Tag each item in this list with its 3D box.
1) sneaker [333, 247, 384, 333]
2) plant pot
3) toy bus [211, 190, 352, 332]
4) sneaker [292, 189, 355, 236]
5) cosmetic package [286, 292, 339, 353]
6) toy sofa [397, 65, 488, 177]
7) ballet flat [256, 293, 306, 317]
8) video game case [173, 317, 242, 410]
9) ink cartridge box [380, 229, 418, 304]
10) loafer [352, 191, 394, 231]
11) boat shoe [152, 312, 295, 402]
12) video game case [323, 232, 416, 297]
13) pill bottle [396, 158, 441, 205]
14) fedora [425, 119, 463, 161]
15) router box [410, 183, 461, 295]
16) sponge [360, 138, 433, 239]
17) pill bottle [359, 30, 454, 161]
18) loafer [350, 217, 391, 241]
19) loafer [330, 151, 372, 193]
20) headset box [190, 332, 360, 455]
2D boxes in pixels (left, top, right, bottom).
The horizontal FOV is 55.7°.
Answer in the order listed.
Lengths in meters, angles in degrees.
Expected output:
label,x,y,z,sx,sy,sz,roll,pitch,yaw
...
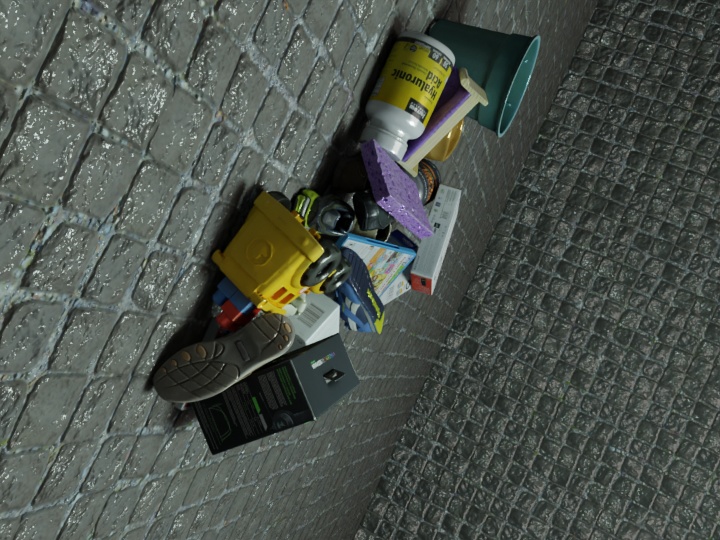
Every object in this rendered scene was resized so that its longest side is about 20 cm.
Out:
label,x,y,z,sx,sy,sz,roll,pitch,yaw
sneaker,-0.019,0.044,1.245,0.074,0.082,0.200,-69,148,-43
plant pot,0.222,-0.391,1.339,0.201,0.195,0.201,-57,162,-30
toy bus,-0.125,0.008,0.975,0.192,0.136,0.200,-48,164,-1
sneaker,-0.045,-0.085,1.148,0.074,0.081,0.200,-68,164,10
cosmetic package,-0.095,0.130,1.280,0.102,0.074,0.200,-46,160,-29
toy sofa,0.129,-0.278,1.243,0.200,0.097,0.083,-44,-162,25
ballet flat,-0.128,0.054,1.119,0.072,0.072,0.200,-69,164,12
video game case,-0.210,0.146,1.076,0.143,0.017,0.200,-66,164,0
ink cartridge box,0.046,0.004,1.456,0.200,0.076,0.137,-28,146,-29
loafer,0.025,-0.104,1.170,0.201,0.070,0.068,23,53,-88
boat shoe,-0.181,0.124,0.930,0.199,0.076,0.072,-22,171,-10
video game case,0.000,0.000,1.294,0.200,0.018,0.143,12,125,-47
pill bottle,0.093,-0.170,1.398,0.200,0.106,0.107,-36,147,-64
fedora,0.174,-0.310,1.504,0.201,0.082,0.201,-55,160,-31
router box,0.161,-0.061,1.462,0.180,0.049,0.201,69,39,-76
sponge,0.065,-0.134,1.169,0.200,0.030,0.112,31,40,-59
pill bottle,0.075,-0.296,1.174,0.201,0.111,0.111,-66,163,0
loafer,0.034,-0.092,1.403,0.200,0.068,0.076,-37,147,-58
loafer,0.017,-0.173,1.236,0.200,0.071,0.073,-39,149,-56
headset box,-0.117,0.179,1.022,0.199,0.093,0.174,-24,178,22
